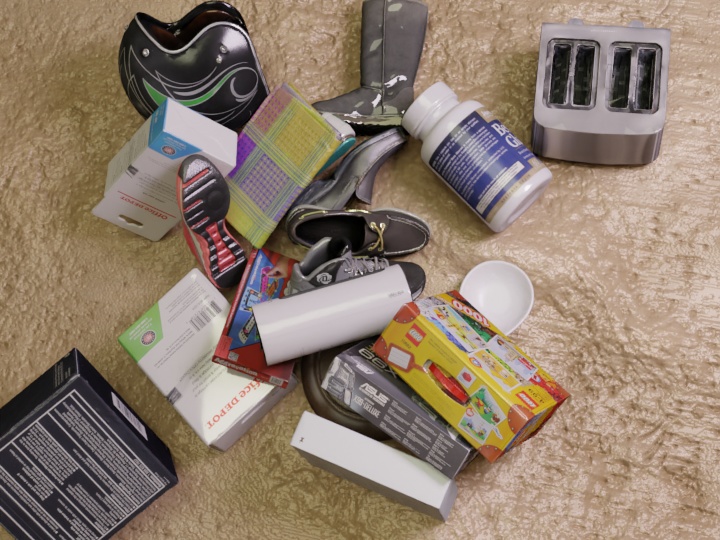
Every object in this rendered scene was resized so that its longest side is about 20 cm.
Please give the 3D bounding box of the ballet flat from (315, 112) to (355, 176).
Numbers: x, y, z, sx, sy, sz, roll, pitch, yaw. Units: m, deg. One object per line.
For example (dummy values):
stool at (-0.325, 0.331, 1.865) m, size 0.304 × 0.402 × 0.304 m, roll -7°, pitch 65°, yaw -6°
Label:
ballet flat at (-0.092, -0.141, 1.619) m, size 0.200 × 0.069 × 0.070 m, roll -43°, pitch 72°, yaw 16°

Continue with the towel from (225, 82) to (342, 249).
towel at (-0.120, -0.145, 1.592) m, size 0.144 × 0.023 × 0.200 m, roll 44°, pitch 102°, yaw 30°

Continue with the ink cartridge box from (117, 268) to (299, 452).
ink cartridge box at (-0.203, 0.122, 1.568) m, size 0.145 × 0.084 × 0.200 m, roll -42°, pitch 73°, yaw -5°

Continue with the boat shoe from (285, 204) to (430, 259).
boat shoe at (0.000, -0.048, 1.574) m, size 0.200 × 0.061 × 0.072 m, roll 4°, pitch 105°, yaw -7°

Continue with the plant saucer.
plant saucer at (0.016, 0.127, 1.565) m, size 0.199 × 0.032 × 0.201 m, roll -2°, pitch 74°, yaw 7°

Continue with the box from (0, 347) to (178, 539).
box at (-0.375, 0.244, 1.492) m, size 0.198 × 0.123 × 0.200 m, roll -39°, pitch 110°, yaw -4°

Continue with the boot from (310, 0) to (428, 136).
boot at (0.007, -0.295, 1.666) m, size 0.181 × 0.073 × 0.201 m, roll 2°, pitch 81°, yaw -6°

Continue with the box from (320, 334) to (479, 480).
box at (0.070, 0.160, 1.448) m, size 0.200 × 0.158 × 0.050 m, roll 34°, pitch 112°, yaw 17°

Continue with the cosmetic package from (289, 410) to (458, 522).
cosmetic package at (0.021, 0.248, 1.465) m, size 0.199 × 0.151 × 0.052 m, roll 21°, pitch 78°, yaw 13°

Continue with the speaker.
speaker at (-0.036, 0.057, 1.471) m, size 0.199 × 0.081 × 0.082 m, roll -16°, pitch 72°, yaw -7°

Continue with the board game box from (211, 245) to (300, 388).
board game box at (-0.120, 0.057, 1.546) m, size 0.102 × 0.019 × 0.201 m, roll 21°, pitch 47°, yaw -7°

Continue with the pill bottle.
pill bottle at (0.152, -0.158, 1.575) m, size 0.111 × 0.111 × 0.200 m, roll -43°, pitch 79°, yaw -6°

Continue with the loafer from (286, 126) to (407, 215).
loafer at (-0.007, -0.119, 1.623) m, size 0.200 × 0.073 × 0.072 m, roll -40°, pitch 81°, yaw 6°

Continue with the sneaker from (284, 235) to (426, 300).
sneaker at (0.000, 0.000, 1.530) m, size 0.199 × 0.116 × 0.075 m, roll -13°, pitch 48°, yaw -19°

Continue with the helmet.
helmet at (-0.237, -0.277, 1.631) m, size 0.190 × 0.200 × 0.201 m, roll -20°, pitch 72°, yaw -2°

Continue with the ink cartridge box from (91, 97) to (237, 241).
ink cartridge box at (-0.272, -0.134, 1.606) m, size 0.200 × 0.116 × 0.067 m, roll -38°, pitch 40°, yaw 36°

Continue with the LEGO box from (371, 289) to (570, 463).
LEGO box at (0.135, 0.123, 1.415) m, size 0.200 × 0.149 × 0.077 m, roll 43°, pitch 114°, yaw 18°

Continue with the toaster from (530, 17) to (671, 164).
toaster at (0.321, -0.236, 1.580) m, size 0.180 × 0.119 × 0.201 m, roll 5°, pitch 75°, yaw 10°

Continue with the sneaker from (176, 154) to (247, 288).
sneaker at (-0.219, -0.068, 1.580) m, size 0.074 × 0.201 × 0.087 m, roll -31°, pitch 37°, yaw -27°

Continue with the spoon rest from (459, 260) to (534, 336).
spoon rest at (0.162, 0.080, 1.541) m, size 0.099 × 0.061 × 0.201 m, roll 19°, pitch 78°, yaw 13°
